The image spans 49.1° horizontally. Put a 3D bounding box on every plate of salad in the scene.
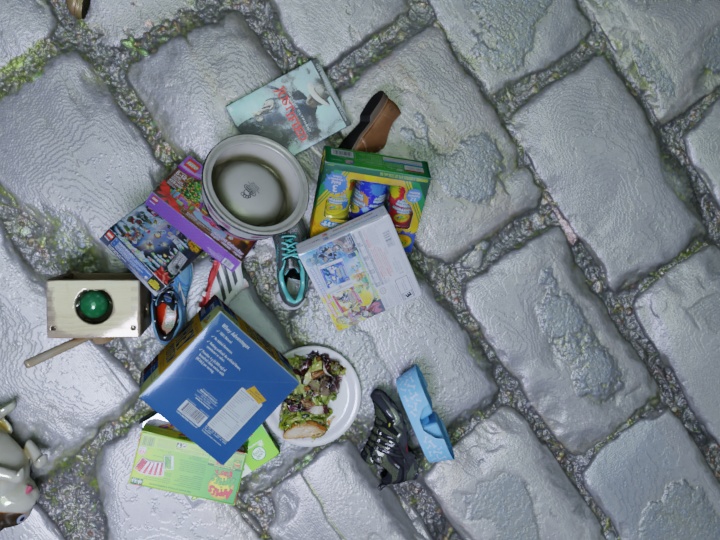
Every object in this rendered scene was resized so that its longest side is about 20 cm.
[{"bbox_3d":[-0.096,0.248,1.538,0.199,0.048,0.201,-1,94,-7],"label":"plate of salad"}]

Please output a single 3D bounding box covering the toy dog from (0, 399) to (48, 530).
[{"bbox_3d":[-0.664,0.371,1.423,0.193,0.140,0.201,-28,97,8],"label":"toy dog"}]

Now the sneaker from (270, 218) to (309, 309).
[{"bbox_3d":[-0.128,-0.023,1.491,0.077,0.091,0.201,-7,95,-8],"label":"sneaker"}]

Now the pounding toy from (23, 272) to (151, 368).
[{"bbox_3d":[-0.475,0.082,1.394,0.183,0.200,0.143,0,95,-8],"label":"pounding toy"}]

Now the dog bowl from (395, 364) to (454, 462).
[{"bbox_3d":[0.125,0.286,1.545,0.049,0.111,0.201,-23,97,7],"label":"dog bowl"}]

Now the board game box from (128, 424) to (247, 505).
[{"bbox_3d":[-0.319,0.363,1.472,0.199,0.048,0.102,14,93,-9],"label":"board game box"}]

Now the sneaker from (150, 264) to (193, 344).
[{"bbox_3d":[-0.351,0.040,1.464,0.078,0.090,0.201,-1,91,-8],"label":"sneaker"}]

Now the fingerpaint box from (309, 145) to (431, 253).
[{"bbox_3d":[0.015,-0.130,1.478,0.199,0.073,0.167,8,123,-9],"label":"fingerpaint box"}]

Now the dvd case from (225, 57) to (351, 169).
[{"bbox_3d":[-0.137,-0.296,1.506,0.199,0.022,0.146,-29,97,-6],"label":"dvd case"}]

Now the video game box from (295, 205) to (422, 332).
[{"bbox_3d":[0.000,0.000,1.484,0.181,0.047,0.201,-25,124,0],"label":"video game box"}]

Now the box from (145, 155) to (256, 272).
[{"bbox_3d":[-0.276,-0.106,1.447,0.200,0.137,0.039,39,131,-10],"label":"box"}]

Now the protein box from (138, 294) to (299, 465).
[{"bbox_3d":[-0.254,0.192,1.411,0.200,0.135,0.199,-47,108,-3],"label":"protein box"}]

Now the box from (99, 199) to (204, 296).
[{"bbox_3d":[-0.352,-0.061,1.413,0.137,0.200,0.040,47,125,-10],"label":"box"}]

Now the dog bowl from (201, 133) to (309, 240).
[{"bbox_3d":[-0.197,-0.142,1.426,0.199,0.074,0.201,10,65,-23],"label":"dog bowl"}]

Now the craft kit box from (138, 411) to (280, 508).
[{"bbox_3d":[-0.289,0.320,1.519,0.199,0.049,0.198,-32,100,-5],"label":"craft kit box"}]

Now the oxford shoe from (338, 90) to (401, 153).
[{"bbox_3d":[0.009,-0.241,1.510,0.071,0.071,0.200,35,95,-28],"label":"oxford shoe"}]

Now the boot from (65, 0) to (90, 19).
[{"bbox_3d":[-0.584,-0.542,1.406,0.199,0.066,0.176,3,81,-9],"label":"boot"}]

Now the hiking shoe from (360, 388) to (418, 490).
[{"bbox_3d":[0.044,0.335,1.549,0.100,0.076,0.201,-20,98,-10],"label":"hiking shoe"}]

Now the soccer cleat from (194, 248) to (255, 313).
[{"bbox_3d":[-0.258,0.039,1.491,0.085,0.069,0.201,16,92,-17],"label":"soccer cleat"}]
